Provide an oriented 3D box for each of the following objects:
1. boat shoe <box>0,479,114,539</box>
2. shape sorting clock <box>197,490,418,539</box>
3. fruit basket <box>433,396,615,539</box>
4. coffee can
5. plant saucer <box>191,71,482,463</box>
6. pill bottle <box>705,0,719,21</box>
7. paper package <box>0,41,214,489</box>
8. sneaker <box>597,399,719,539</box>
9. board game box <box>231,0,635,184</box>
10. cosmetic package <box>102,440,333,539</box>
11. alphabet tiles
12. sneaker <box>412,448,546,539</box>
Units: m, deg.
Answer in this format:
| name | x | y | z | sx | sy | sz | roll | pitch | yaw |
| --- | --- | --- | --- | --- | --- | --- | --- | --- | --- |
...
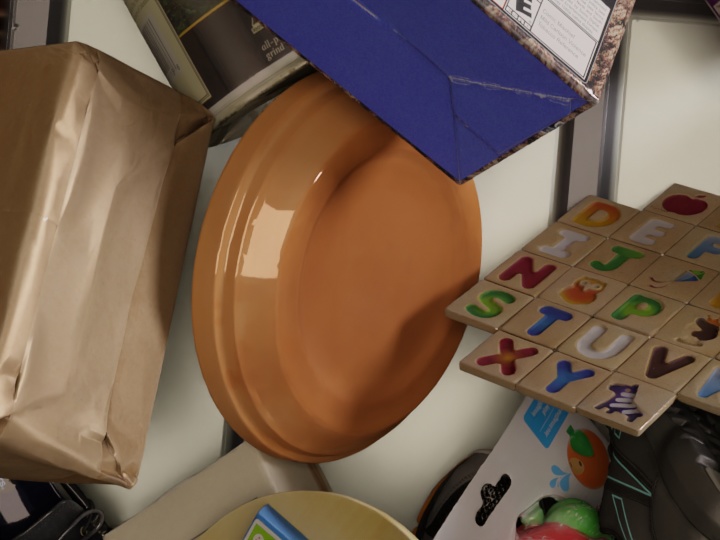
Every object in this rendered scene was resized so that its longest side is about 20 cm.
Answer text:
| name | x | y | z | sx | sy | sz | roll | pitch | yaw |
| --- | --- | --- | --- | --- | --- | --- | --- | --- | --- |
| boat shoe | -0.166 | 0.143 | 0.874 | 0.074 | 0.062 | 0.200 | -34 | 91 | -4 |
| shape sorting clock | -0.028 | 0.200 | 0.753 | 0.199 | 0.039 | 0.201 | -7 | 78 | 33 |
| fruit basket | 0.119 | 0.175 | 0.824 | 0.200 | 0.094 | 0.185 | 55 | 46 | -17 |
| coffee can | -0.066 | -0.184 | 0.843 | 0.146 | 0.146 | 0.200 | -30 | 90 | -2 |
| plant saucer | 0.000 | 0.000 | 0.824 | 0.037 | 0.200 | 0.201 | 14 | 88 | 38 |
| pill bottle | 0.195 | -0.214 | 0.866 | 0.112 | 0.112 | 0.200 | -36 | 90 | -2 |
| paper package | -0.186 | -0.002 | 0.792 | 0.199 | 0.103 | 0.191 | -2 | 68 | 36 |
| sneaker | 0.140 | 0.092 | 0.806 | 0.075 | 0.200 | 0.079 | 30 | 109 | -13 |
| board game box | 0.046 | -0.172 | 0.761 | 0.159 | 0.097 | 0.200 | 38 | 52 | -18 |
| cosmetic package | -0.035 | 0.194 | 0.828 | 0.105 | 0.071 | 0.200 | -33 | 68 | 16 |
| alphabet tiles | 0.147 | 0.013 | 0.825 | 0.200 | 0.166 | 0.006 | -36 | 132 | -38 |
| sneaker | 0.057 | 0.193 | 0.870 | 0.078 | 0.077 | 0.201 | 11 | 87 | 1 |
